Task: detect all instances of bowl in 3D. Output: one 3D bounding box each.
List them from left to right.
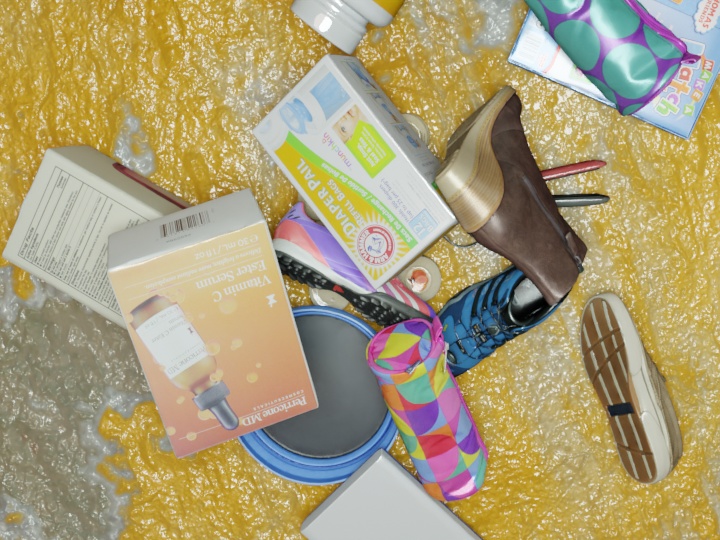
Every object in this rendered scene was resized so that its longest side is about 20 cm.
[{"bbox_3d":[-0.049,0.134,1.041,0.196,0.039,0.206,1,105,5],"label":"bowl"}]

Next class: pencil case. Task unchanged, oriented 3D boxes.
[{"bbox_3d":[0.073,0.144,0.979,0.087,0.089,0.203,-16,123,9],"label":"pencil case"},{"bbox_3d":[0.220,-0.247,0.889,0.201,0.085,0.092,50,132,-2],"label":"pencil case"}]

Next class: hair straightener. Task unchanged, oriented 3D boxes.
[{"bbox_3d":[0.162,-0.060,0.986,0.195,0.041,0.079,-11,98,4],"label":"hair straightener"}]

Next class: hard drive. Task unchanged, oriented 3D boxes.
[{"bbox_3d":[0.049,0.305,1.051,0.200,0.025,0.132,43,104,-12],"label":"hard drive"}]

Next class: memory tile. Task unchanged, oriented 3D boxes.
[{"bbox_3d":[0.007,-0.060,1.021,0.150,0.017,0.205,-5,99,9],"label":"memory tile"}]

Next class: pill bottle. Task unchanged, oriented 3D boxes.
[{"bbox_3d":[0.016,-0.319,0.929,0.108,0.109,0.202,35,102,0],"label":"pill bottle"}]

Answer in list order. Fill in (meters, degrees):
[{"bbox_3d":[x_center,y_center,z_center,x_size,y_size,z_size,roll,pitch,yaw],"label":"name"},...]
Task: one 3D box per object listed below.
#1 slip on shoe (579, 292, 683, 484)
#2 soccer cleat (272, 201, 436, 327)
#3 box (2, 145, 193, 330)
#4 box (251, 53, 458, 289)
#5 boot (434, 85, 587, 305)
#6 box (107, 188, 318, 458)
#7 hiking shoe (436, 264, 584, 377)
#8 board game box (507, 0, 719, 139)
[{"bbox_3d":[0.289,0.118,0.994,0.060,0.076,0.204,-18,88,-30],"label":"slip on shoe"},{"bbox_3d":[0.000,0.000,0.994,0.197,0.068,0.074,27,68,-6],"label":"soccer cleat"},{"bbox_3d":[-0.253,-0.029,1.013,0.197,0.109,0.130,30,102,2],"label":"box"},{"bbox_3d":[0.006,-0.099,0.941,0.112,0.101,0.201,-40,87,19],"label":"box"},{"bbox_3d":[0.157,-0.077,0.927,0.166,0.201,0.072,44,132,-10],"label":"boot"},{"bbox_3d":[-0.141,0.049,0.917,0.149,0.106,0.204,-19,113,-8],"label":"box"},{"bbox_3d":[0.140,0.043,0.984,0.199,0.087,0.075,-42,92,12],"label":"hiking shoe"},{"bbox_3d":[0.266,-0.241,0.946,0.197,0.037,0.154,24,102,4],"label":"board game box"}]
